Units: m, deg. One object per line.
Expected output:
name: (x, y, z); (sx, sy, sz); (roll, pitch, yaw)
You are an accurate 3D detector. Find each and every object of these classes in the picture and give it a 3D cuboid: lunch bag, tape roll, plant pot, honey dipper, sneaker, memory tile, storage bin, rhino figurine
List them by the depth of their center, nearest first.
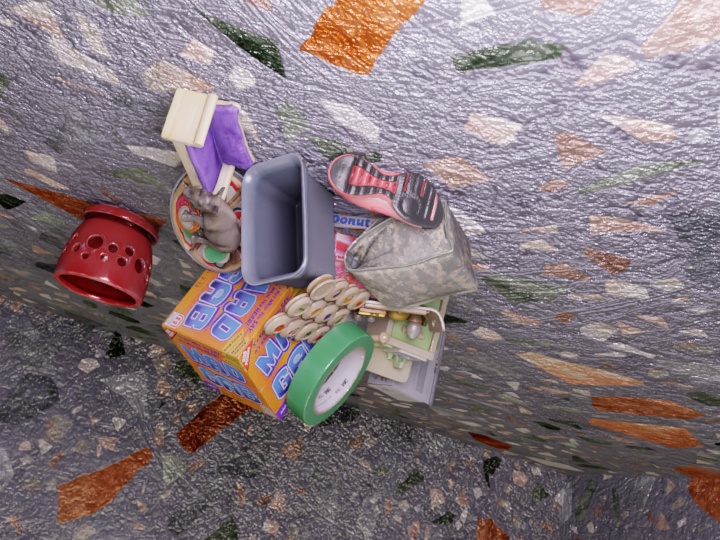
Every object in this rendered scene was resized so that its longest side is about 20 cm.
sneaker: (0.038, -0.124, 1.139); (0.196, 0.075, 0.087); (23, 174, -11)
rhino figurine: (-0.240, -0.088, 1.178); (0.085, 0.061, 0.201); (14, 157, 6)
storage bin: (-0.115, -0.063, 1.198); (0.143, 0.205, 0.134); (-12, 160, 27)
lunch bag: (0.083, -0.017, 1.241); (0.196, 0.120, 0.164); (-16, 150, 19)
memory tile: (-0.069, 0.071, 1.245); (0.153, 0.017, 0.199); (-40, 157, 12)
tape roll: (-0.054, 0.192, 1.353); (0.048, 0.202, 0.201); (33, 169, 22)
honey dipper: (-0.032, 0.139, 1.458); (0.196, 0.039, 0.038); (-5, 155, 24)
plant pot: (-0.555, -0.037, 1.618); (0.196, 0.186, 0.201); (13, 162, 4)

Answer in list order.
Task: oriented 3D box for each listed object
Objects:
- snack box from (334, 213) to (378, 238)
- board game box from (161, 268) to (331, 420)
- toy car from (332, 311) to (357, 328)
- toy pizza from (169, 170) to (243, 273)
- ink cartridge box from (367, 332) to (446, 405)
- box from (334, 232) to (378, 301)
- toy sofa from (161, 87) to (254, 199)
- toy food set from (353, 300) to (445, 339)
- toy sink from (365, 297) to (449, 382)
snack box: (-0.002, -0.075, 1.341); (0.195, 0.025, 0.072); (8, 162, 18)
board game box: (-0.202, 0.113, 1.356); (0.197, 0.201, 0.202); (16, 146, 33)
toy car: (-0.062, 0.034, 1.532); (0.149, 0.177, 0.198); (-39, 132, 24)
toy pizza: (-0.257, -0.088, 1.286); (0.196, 0.205, 0.032); (9, -157, 18)
ink cartridge box: (0.118, 0.208, 1.768); (0.083, 0.204, 0.175); (-2, 155, 41)
box: (0.000, 0.000, 1.371); (0.197, 0.102, 0.095); (15, 171, -37)
toy sofa: (-0.229, -0.184, 1.118); (0.095, 0.085, 0.201); (14, 161, 3)
toy food set: (0.057, 0.098, 1.414); (0.195, 0.062, 0.144); (7, 175, -4)
toy sink: (0.093, 0.130, 1.557); (0.128, 0.204, 0.112); (22, 167, -21)
